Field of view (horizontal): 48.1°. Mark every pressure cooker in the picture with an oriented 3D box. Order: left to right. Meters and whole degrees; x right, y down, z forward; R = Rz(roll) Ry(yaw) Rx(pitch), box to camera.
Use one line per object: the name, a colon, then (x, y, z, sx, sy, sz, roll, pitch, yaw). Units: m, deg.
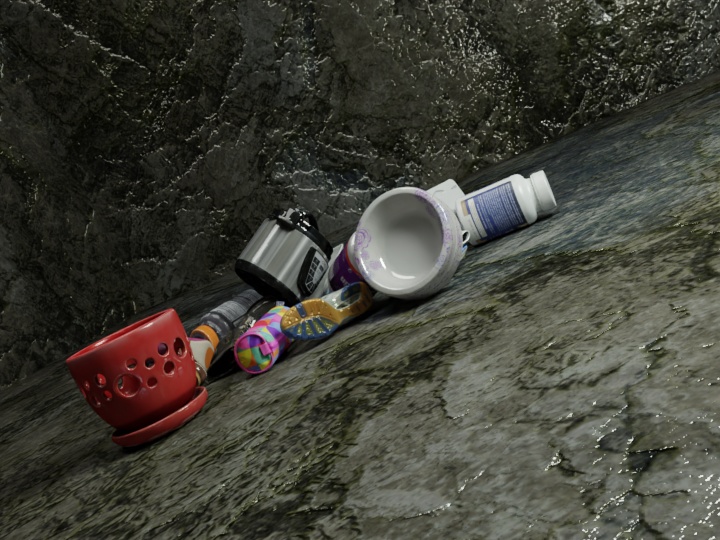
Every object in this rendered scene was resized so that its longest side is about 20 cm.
pressure cooker: (-0.158, -0.038, 1.766, 0.201, 0.178, 0.176, -57, 21, -17)

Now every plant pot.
plant pot: (-0.374, 0.186, 1.385, 0.199, 0.184, 0.200, -23, 8, 4)

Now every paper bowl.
paper bowl: (0.095, -0.045, 1.497, 0.199, 0.202, 0.104, -20, -18, 25)

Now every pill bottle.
pill bottle: (-0.296, 0.126, 1.841, 0.106, 0.107, 0.200, -17, 10, 40)
pill bottle: (0.000, 0.000, 1.654, 0.112, 0.113, 0.200, -28, -13, -30)
pill bottle: (0.314, -0.139, 1.744, 0.199, 0.112, 0.111, -22, 8, 17)

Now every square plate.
square plate: (-0.124, 0.049, 1.833, 0.197, 0.028, 0.201, -26, 32, 42)

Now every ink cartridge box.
ink cartridge box: (0.148, -0.106, 1.878, 0.144, 0.085, 0.200, -30, -15, -35)

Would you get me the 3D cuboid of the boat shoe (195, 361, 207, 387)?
boat shoe: (-0.366, 0.212, 1.610, 0.199, 0.071, 0.070, -17, 11, 42)

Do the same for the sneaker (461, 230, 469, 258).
sneaker: (0.172, -0.046, 1.620, 0.146, 0.081, 0.200, -28, 9, 34)

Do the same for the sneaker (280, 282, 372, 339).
sneaker: (-0.071, 0.087, 1.543, 0.199, 0.076, 0.088, -19, -5, -31)

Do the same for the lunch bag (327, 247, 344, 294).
lunch bag: (-0.076, 0.042, 1.890, 0.150, 0.094, 0.200, -13, 30, 53)

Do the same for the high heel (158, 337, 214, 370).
high heel: (-0.372, 0.168, 1.662, 0.095, 0.068, 0.200, 5, -10, 15)

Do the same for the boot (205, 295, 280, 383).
boot: (-0.236, 0.143, 1.653, 0.200, 0.069, 0.174, -46, 8, 3)

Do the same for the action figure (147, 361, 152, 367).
action figure: (-0.471, 0.205, 1.840, 0.069, 0.131, 0.200, 10, -2, -22)

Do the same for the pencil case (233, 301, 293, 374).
pencil case: (-0.173, 0.128, 1.552, 0.088, 0.089, 0.200, -21, 10, 18)
